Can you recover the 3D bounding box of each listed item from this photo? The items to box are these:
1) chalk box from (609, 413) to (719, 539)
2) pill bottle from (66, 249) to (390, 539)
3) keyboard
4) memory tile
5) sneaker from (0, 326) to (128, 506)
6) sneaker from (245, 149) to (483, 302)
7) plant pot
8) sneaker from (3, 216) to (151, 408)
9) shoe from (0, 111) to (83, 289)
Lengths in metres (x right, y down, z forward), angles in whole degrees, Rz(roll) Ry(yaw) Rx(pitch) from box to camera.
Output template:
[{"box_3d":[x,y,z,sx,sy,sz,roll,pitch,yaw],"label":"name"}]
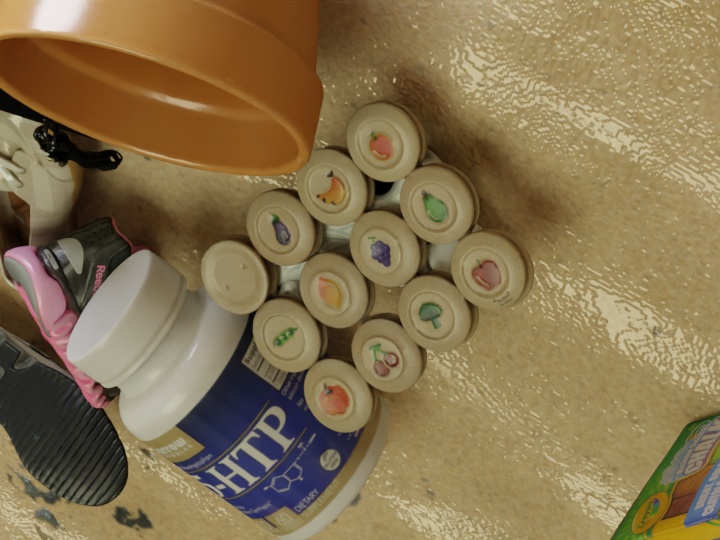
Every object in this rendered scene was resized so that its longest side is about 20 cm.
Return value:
[{"box_3d":[0.244,0.161,1.568,0.200,0.124,0.124,-22,112,45],"label":"chalk box"},{"box_3d":[-0.090,0.079,1.717,0.200,0.120,0.120,37,142,-19],"label":"pill bottle"},{"box_3d":[-0.200,-0.107,1.617,0.021,0.200,0.127,-45,74,11],"label":"keyboard"},{"box_3d":[0.000,0.000,1.590,0.153,0.017,0.200,51,126,3],"label":"memory tile"},{"box_3d":[-0.235,0.096,1.905,0.200,0.074,0.088,43,-175,17],"label":"sneaker"},{"box_3d":[-0.017,-0.029,1.637,0.200,0.075,0.081,-10,113,33],"label":"sneaker"},{"box_3d":[-0.106,-0.155,1.489,0.200,0.140,0.200,15,166,4],"label":"plant pot"},{"box_3d":[-0.177,0.026,1.799,0.079,0.095,0.200,51,169,23],"label":"sneaker"},{"box_3d":[-0.226,-0.055,1.746,0.070,0.053,0.200,34,153,20],"label":"shoe"}]
